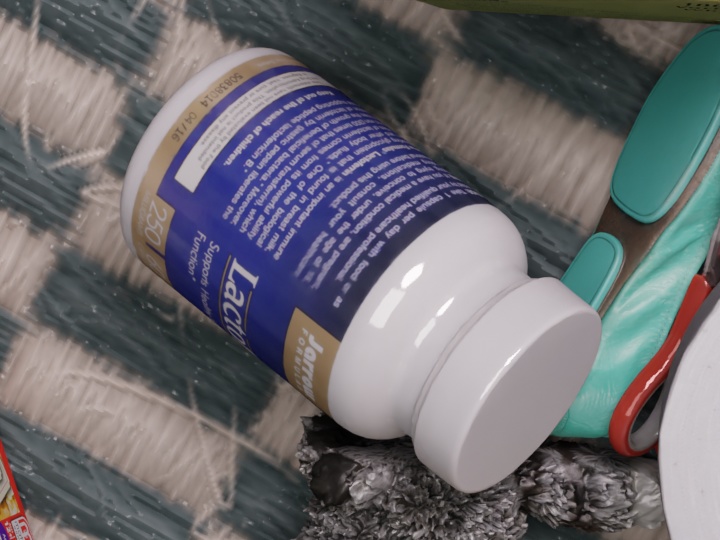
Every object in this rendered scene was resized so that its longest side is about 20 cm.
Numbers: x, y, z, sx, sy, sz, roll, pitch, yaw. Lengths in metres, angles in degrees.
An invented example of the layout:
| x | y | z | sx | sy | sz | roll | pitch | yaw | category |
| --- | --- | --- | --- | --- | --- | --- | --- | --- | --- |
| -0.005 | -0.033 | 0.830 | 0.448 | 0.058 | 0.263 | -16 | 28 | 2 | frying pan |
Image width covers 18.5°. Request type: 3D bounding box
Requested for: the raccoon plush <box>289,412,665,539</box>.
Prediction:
| x | y | z | sx | sy | sz | roll | pitch | yaw | category |
| --- | --- | --- | --- | --- | --- | --- | --- | --- | --- |
| 0.037 | 0.144 | 0.996 | 0.198 | 0.097 | 0.135 | 10 | 103 | 11 | raccoon plush |

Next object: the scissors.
| x | y | z | sx | sy | sz | roll | pitch | yaw | category |
| --- | --- | --- | --- | --- | --- | --- | --- | --- | --- |
| 0.157 | -0.002 | 0.952 | 0.014 | 0.073 | 0.201 | 36 | 117 | 40 | scissors |

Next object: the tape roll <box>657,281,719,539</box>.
| x | y | z | sx | sy | sz | roll | pitch | yaw | category |
| --- | --- | --- | --- | --- | --- | --- | --- | --- | --- |
| 0.220 | 0.075 | 0.893 | 0.198 | 0.066 | 0.202 | 1 | 96 | 8 | tape roll |

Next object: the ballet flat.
| x | y | z | sx | sy | sz | roll | pitch | yaw | category |
| --- | --- | --- | --- | --- | --- | --- | --- | --- | --- |
| 0.136 | -0.012 | 0.980 | 0.070 | 0.067 | 0.201 | 22 | 103 | -28 | ballet flat |

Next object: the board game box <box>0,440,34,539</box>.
| x | y | z | sx | sy | sz | roll | pitch | yaw | category |
| --- | --- | --- | --- | --- | --- | --- | --- | --- | --- |
| -0.259 | 0.072 | 1.071 | 0.150 | 0.046 | 0.202 | -18 | 90 | 13 | board game box |

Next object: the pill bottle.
| x | y | z | sx | sy | sz | roll | pitch | yaw | category |
| --- | --- | --- | --- | --- | --- | --- | --- | --- | --- |
| 0.000 | 0.000 | 0.952 | 0.200 | 0.116 | 0.116 | 37 | 101 | 26 | pill bottle |

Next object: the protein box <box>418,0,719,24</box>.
| x | y | z | sx | sy | sz | roll | pitch | yaw | category |
| --- | --- | --- | --- | --- | --- | --- | --- | --- | --- |
| 0.115 | -0.173 | 0.898 | 0.197 | 0.200 | 0.136 | 5 | 95 | 12 | protein box |
